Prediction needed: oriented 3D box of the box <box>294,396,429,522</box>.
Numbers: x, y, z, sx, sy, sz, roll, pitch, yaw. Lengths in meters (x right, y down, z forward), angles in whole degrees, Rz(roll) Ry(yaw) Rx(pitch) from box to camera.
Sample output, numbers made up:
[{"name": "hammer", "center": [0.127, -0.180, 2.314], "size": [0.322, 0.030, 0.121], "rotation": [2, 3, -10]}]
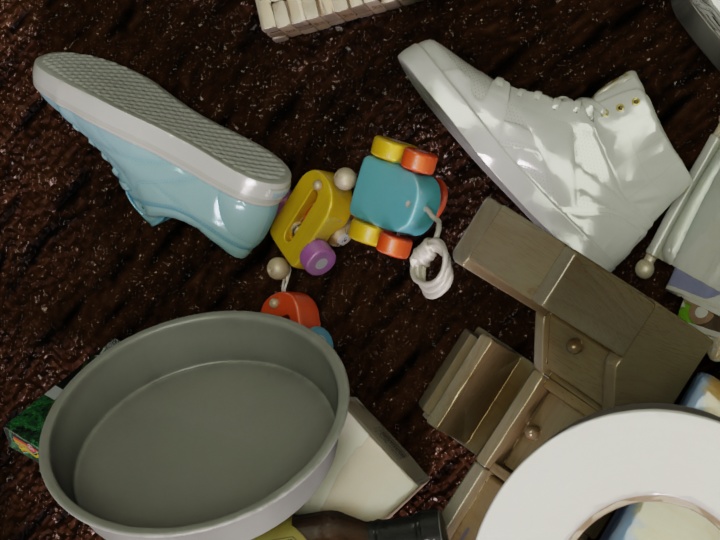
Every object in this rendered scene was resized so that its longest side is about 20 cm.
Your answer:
[{"name": "box", "center": [-0.054, 0.178, 1.647], "size": [0.200, 0.095, 0.078], "rotation": [-44, 84, 5]}]

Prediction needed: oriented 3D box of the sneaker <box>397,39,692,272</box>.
[{"name": "sneaker", "center": [0.126, -0.102, 1.649], "size": [0.116, 0.074, 0.200], "rotation": [-45, 93, 1]}]

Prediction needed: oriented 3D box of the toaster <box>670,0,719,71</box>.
[{"name": "toaster", "center": [0.286, -0.154, 1.598], "size": [0.114, 0.129, 0.200], "rotation": [-43, 84, 5]}]

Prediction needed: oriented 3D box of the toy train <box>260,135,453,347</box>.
[{"name": "toy train", "center": [0.000, 0.000, 1.644], "size": [0.200, 0.055, 0.151], "rotation": [-31, 62, 40]}]

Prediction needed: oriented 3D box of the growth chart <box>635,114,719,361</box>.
[{"name": "growth chart", "center": [0.259, -0.002, 1.601], "size": [0.200, 0.018, 0.145], "rotation": [39, 98, 43]}]

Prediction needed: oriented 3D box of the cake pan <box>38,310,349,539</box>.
[{"name": "cake pan", "center": [-0.101, 0.104, 1.569], "size": [0.199, 0.201, 0.037], "rotation": [-10, 128, 6]}]

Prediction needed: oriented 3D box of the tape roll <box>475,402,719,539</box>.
[{"name": "tape roll", "center": [0.163, 0.175, 1.402], "size": [0.201, 0.139, 0.204], "rotation": [0, 89, 6]}]

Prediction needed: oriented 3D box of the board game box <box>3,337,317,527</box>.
[{"name": "board game box", "center": [-0.129, 0.113, 1.617], "size": [0.199, 0.024, 0.105], "rotation": [24, 55, 39]}]

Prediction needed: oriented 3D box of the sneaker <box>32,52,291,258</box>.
[{"name": "sneaker", "center": [-0.145, -0.073, 1.678], "size": [0.199, 0.074, 0.082], "rotation": [32, 115, 18]}]

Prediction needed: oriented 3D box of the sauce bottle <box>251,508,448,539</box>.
[{"name": "sauce bottle", "center": [-0.044, 0.183, 1.568], "size": [0.198, 0.065, 0.065], "rotation": [-12, 87, 6]}]

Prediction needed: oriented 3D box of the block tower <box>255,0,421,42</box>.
[{"name": "block tower", "center": [0.019, -0.203, 1.669], "size": [0.198, 0.054, 0.058], "rotation": [-13, 86, 7]}]

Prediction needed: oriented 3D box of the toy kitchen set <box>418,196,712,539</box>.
[{"name": "toy kitchen set", "center": [0.072, 0.067, 1.563], "size": [0.163, 0.180, 0.201], "rotation": [34, 93, 40]}]

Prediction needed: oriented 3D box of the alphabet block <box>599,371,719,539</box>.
[{"name": "alphabet block", "center": [0.249, 0.194, 1.559], "size": [0.199, 0.196, 0.196], "rotation": [30, 94, 7]}]
